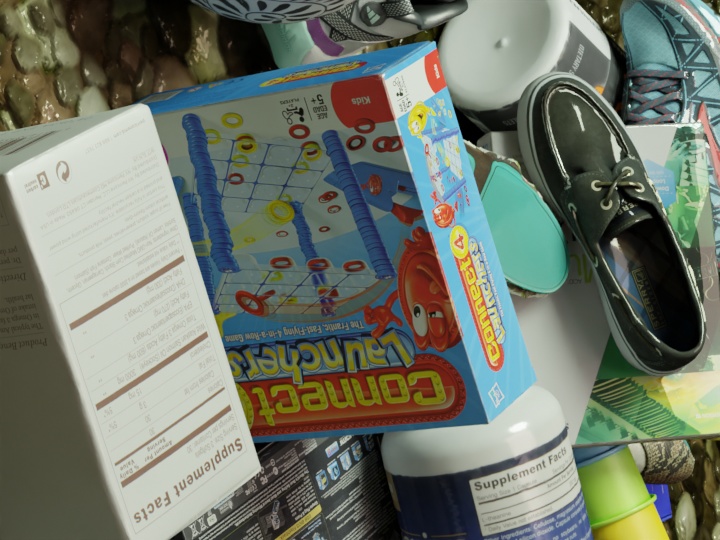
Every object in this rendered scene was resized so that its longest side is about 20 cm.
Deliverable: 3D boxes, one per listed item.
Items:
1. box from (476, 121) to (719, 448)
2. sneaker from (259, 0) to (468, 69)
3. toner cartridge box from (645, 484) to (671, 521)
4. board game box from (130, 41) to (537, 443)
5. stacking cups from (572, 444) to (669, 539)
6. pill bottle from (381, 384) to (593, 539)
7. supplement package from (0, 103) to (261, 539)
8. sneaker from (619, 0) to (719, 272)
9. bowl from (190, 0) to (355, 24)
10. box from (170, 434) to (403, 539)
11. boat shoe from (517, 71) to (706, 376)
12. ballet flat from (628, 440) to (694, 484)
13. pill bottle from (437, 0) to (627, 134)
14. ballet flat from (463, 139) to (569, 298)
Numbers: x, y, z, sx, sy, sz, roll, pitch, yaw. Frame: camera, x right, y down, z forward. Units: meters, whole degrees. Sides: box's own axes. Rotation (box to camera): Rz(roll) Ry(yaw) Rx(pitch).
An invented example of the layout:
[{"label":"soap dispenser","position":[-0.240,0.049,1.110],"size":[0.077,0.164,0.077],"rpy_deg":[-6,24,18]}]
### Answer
[{"label":"box","position":[0.153,0.010,1.570],"size":[0.144,0.036,0.201],"rpy_deg":[-4,85,-13]},{"label":"sneaker","position":[0.034,-0.186,1.518],"size":[0.078,0.139,0.200],"rpy_deg":[66,29,-25]},{"label":"toner cartridge box","position":[0.165,0.086,1.756],"size":[0.095,0.043,0.201],"rpy_deg":[-13,95,-56]},{"label":"board game box","position":[-0.026,-0.010,1.359],"size":[0.056,0.199,0.197],"rpy_deg":[-36,113,-51]},{"label":"stacking cups","position":[0.137,0.103,1.599],"size":[0.060,0.060,0.201],"rpy_deg":[-26,92,-54]},{"label":"pill bottle","position":[0.075,0.133,1.483],"size":[0.111,0.111,0.201],"rpy_deg":[-28,107,-54]},{"label":"supplement package","position":[-0.150,0.034,1.242],"size":[0.117,0.116,0.201],"rpy_deg":[-34,112,-53]},{"label":"sneaker","position":[0.207,-0.089,1.637],"size":[0.095,0.079,0.201],"rpy_deg":[-25,101,-42]},{"label":"bowl","position":[-0.057,-0.206,1.414],"size":[0.200,0.094,0.202],"rpy_deg":[8,55,-11]},{"label":"box","position":[-0.043,0.172,1.434],"size":[0.200,0.049,0.162],"rpy_deg":[-35,111,-53]},{"label":"boat shoe","position":[0.159,-0.032,1.530],"size":[0.068,0.057,0.201],"rpy_deg":[-25,89,-14]},{"label":"ballet flat","position":[0.138,0.090,1.660],"size":[0.200,0.068,0.075],"rpy_deg":[45,40,-12]},{"label":"pill bottle","position":[0.144,-0.111,1.708],"size":[0.200,0.106,0.107],"rpy_deg":[36,55,-47]},{"label":"ballet flat","position":[0.048,-0.047,1.491],"size":[0.200,0.064,0.076],"rpy_deg":[37,72,-39]}]
